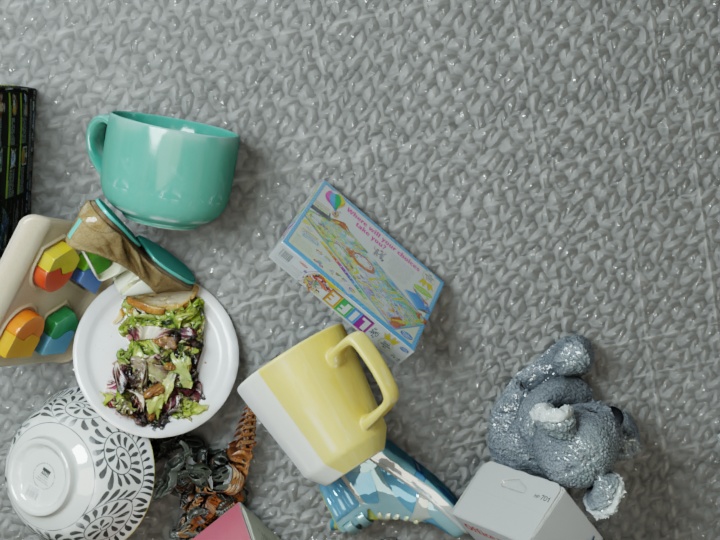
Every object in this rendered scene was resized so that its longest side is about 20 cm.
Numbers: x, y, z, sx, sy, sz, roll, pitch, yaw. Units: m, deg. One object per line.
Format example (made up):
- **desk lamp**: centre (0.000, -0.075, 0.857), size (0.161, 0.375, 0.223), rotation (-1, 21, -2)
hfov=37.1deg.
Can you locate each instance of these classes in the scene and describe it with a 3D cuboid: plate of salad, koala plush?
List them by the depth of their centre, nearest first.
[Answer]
- **plate of salad**: centre (-0.242, 0.098, 1.283), size (0.198, 0.048, 0.202), rotation (5, 73, -17)
- **koala plush**: centre (0.250, 0.204, 1.288), size (0.183, 0.200, 0.178), rotation (-31, 100, 2)

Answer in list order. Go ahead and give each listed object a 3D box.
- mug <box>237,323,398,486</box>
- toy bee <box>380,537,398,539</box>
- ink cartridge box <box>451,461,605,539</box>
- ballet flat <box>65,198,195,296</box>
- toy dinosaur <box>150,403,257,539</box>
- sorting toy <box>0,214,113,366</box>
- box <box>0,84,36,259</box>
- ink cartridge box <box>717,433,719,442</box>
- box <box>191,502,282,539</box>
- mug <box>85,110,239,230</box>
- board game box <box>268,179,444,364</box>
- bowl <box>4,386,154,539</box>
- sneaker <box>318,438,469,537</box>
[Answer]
- **mug**: centre (-0.043, 0.162, 1.250), size (0.149, 0.187, 0.154), rotation (-29, 81, -14)
- **toy bee**: centre (-0.024, 0.437, 1.353), size (0.130, 0.109, 0.202), rotation (19, 97, -5)
- **ink cartridge box**: centre (0.226, 0.338, 1.302), size (0.086, 0.146, 0.200), rotation (-51, 118, -19)
- **ballet flat**: centre (-0.268, -0.011, 1.232), size (0.072, 0.200, 0.068), rotation (-42, 58, 2)
- **toy dinosaur**: centre (-0.190, 0.248, 1.332), size (0.135, 0.102, 0.202), rotation (26, 84, -28)
- **sorting toy**: centre (-0.352, 0.031, 1.229), size (0.036, 0.200, 0.186), rotation (31, 96, 19)
- **box**: centre (-0.408, -0.106, 1.199), size (0.047, 0.193, 0.202), rotation (5, 99, -3)
- **ink cartridge box**: centre (0.581, 0.255, 1.377), size (0.146, 0.084, 0.201), rotation (-37, 99, 2)
- **box**: centre (-0.177, 0.409, 1.319), size (0.199, 0.109, 0.128), rotation (-39, 123, 2)
- **mug**: centre (-0.229, -0.116, 1.244), size (0.151, 0.185, 0.116), rotation (5, 102, -29)
- **board game box**: centre (0.000, 0.000, 1.277), size (0.200, 0.135, 0.034), rotation (40, 132, -8)
- **bowl**: centre (-0.352, 0.239, 1.266), size (0.199, 0.094, 0.203), rotation (-2, 85, 21)
- **sneaker**: centre (0.035, 0.300, 1.352), size (0.199, 0.080, 0.131), rotation (38, 93, 1)
